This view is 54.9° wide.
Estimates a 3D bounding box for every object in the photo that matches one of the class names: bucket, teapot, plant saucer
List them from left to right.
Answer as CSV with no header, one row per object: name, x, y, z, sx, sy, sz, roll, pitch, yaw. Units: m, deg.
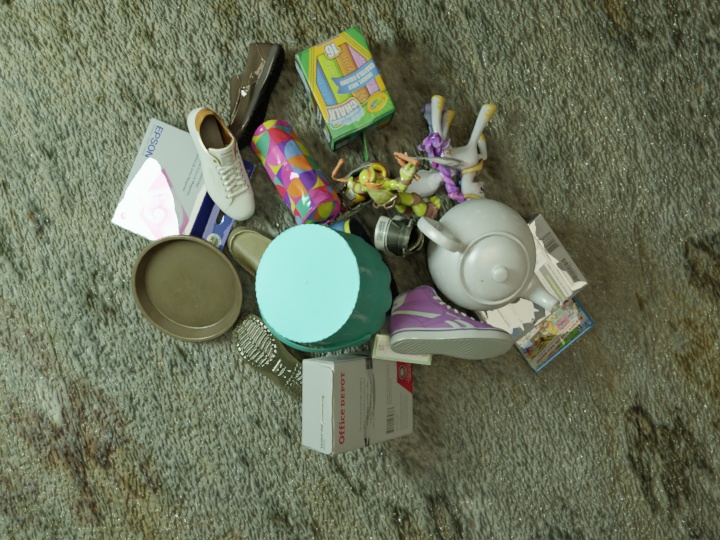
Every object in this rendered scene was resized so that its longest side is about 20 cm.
plant saucer,-0.296,0.029,1.197,0.195,0.030,0.205,2,114,4
bucket,-0.061,0.027,1.092,0.202,0.134,0.213,-2,83,20
teapot,0.203,-0.017,1.126,0.195,0.146,0.202,-15,108,-1

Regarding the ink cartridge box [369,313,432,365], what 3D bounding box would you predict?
ink cartridge box,0.114,0.120,1.198,0.195,0.146,0.049,9,100,-4

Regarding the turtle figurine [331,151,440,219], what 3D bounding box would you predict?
turtle figurine,0.055,-0.127,1.112,0.160,0.198,0.066,23,72,-39

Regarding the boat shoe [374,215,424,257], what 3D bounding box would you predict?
boat shoe,0.073,-0.053,1.165,0.062,0.200,0.072,11,96,13

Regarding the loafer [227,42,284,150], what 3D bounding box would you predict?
loafer,-0.198,-0.308,1.217,0.070,0.073,0.204,22,85,7

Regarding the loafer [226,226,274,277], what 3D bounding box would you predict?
loafer,-0.150,-0.009,1.219,0.198,0.067,0.077,34,89,-4

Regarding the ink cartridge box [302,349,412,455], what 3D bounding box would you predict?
ink cartridge box,-0.003,0.215,1.171,0.197,0.082,0.149,-1,92,-45

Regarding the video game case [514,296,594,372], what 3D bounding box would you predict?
video game case,0.317,0.062,1.275,0.142,0.018,0.201,-37,92,-3

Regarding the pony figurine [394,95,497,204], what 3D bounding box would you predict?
pony figurine,0.152,-0.195,1.208,0.188,0.167,0.205,7,75,-11

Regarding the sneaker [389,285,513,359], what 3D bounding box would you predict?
sneaker,0.145,0.075,1.111,0.195,0.073,0.116,6,54,-4

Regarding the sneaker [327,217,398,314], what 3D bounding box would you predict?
sneaker,0.000,0.000,1.227,0.077,0.066,0.202,-22,116,25

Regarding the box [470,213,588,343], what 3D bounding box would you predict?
box,0.284,0.021,1.243,0.199,0.041,0.157,-37,92,-3

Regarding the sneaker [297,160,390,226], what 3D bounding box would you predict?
sneaker,-0.031,-0.128,1.217,0.199,0.082,0.078,-41,94,-1

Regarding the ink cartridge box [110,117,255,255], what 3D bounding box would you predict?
ink cartridge box,-0.309,-0.136,1.209,0.196,0.043,0.200,22,89,5

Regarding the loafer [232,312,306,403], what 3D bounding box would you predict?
loafer,-0.146,0.156,1.220,0.076,0.067,0.200,-46,77,2

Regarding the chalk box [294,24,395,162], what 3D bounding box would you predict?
chalk box,-0.017,-0.289,1.196,0.122,0.125,0.203,-26,94,-2

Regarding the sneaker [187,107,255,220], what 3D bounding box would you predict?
sneaker,-0.228,-0.171,1.154,0.072,0.084,0.203,-31,112,-18

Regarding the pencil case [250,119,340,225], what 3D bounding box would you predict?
pencil case,-0.113,-0.164,1.181,0.087,0.089,0.202,-33,68,-2
